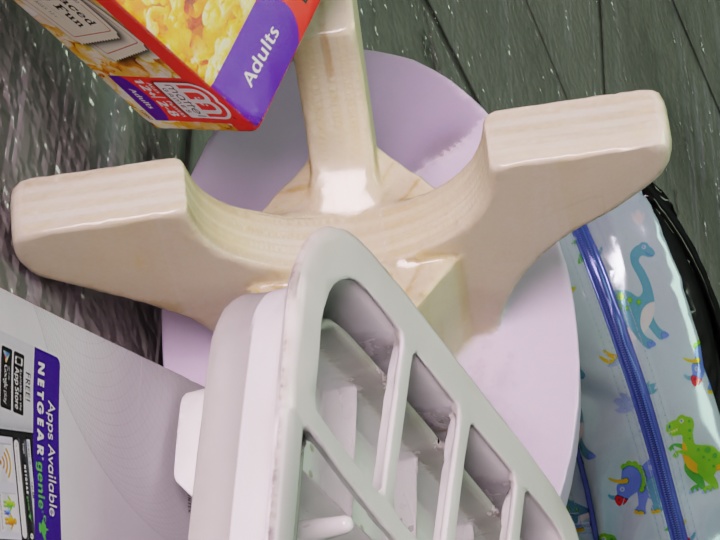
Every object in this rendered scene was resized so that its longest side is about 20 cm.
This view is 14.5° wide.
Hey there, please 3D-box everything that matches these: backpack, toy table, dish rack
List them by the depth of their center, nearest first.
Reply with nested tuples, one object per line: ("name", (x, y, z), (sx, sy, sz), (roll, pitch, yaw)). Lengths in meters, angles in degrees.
("dish rack", (0.001, 0.111, 0.593), (0.172, 0.043, 0.201), (52, 34, -50))
("toy table", (0.000, 0.000, 0.820), (0.117, 0.183, 0.201), (77, -6, -62))
("backpack", (0.087, 0.045, 1.101), (0.163, 0.153, 0.201), (-105, -168, -73))

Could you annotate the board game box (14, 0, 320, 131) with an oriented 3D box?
("board game box", (-0.071, -0.153, 0.728), (0.200, 0.046, 0.152), (40, 66, -39))

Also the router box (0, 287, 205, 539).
("router box", (-0.067, 0.111, 0.550), (0.179, 0.049, 0.201), (31, 51, -61))
